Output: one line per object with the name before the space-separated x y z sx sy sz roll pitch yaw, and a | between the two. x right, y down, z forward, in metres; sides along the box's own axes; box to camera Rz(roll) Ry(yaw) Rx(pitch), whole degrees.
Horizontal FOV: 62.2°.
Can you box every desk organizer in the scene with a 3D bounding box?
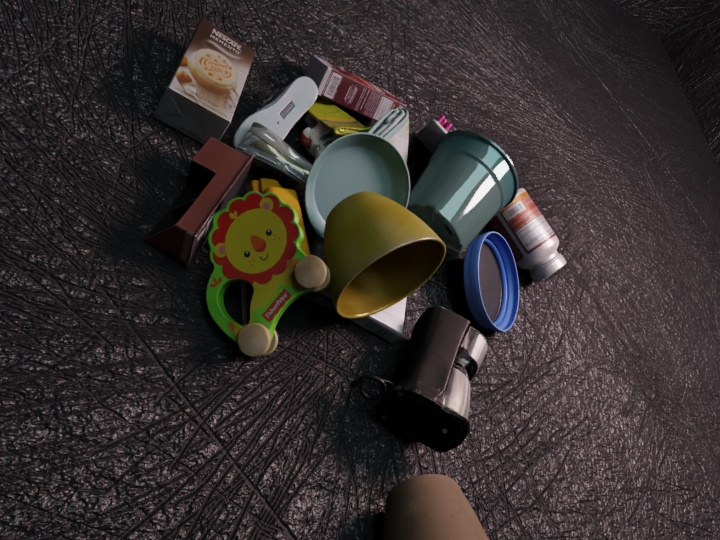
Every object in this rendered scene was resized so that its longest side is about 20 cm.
desk organizer | -0.246 -0.113 0.921 0.076 0.072 0.202 27 47 -5

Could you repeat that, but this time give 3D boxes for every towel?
towel | -0.063 -0.308 1.164 0.085 0.018 0.200 -5 34 -35
towel | 0.039 -0.199 1.157 0.047 0.174 0.200 20 42 21

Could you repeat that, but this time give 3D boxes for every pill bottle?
pill bottle | 0.386 -0.078 1.386 0.111 0.112 0.202 -26 81 -45

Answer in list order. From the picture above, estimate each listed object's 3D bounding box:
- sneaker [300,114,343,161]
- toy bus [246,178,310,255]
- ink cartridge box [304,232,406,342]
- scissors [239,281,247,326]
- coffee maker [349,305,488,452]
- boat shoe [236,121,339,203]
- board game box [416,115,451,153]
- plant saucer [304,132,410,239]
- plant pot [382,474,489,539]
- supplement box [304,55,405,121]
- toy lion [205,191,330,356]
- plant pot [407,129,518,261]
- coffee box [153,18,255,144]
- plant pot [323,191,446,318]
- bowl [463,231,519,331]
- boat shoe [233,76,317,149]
sneaker | -0.074 -0.224 1.150 0.092 0.071 0.203 12 54 -18
toy bus | -0.134 -0.064 0.981 0.064 0.078 0.203 4 61 -37
ink cartridge box | 0.000 0.000 1.075 0.198 0.041 0.203 30 48 -20
scissors | -0.183 -0.004 0.944 0.073 0.014 0.204 13 63 -73
coffee maker | 0.111 0.160 0.989 0.192 0.134 0.201 44 40 -15
boat shoe | -0.122 -0.172 1.046 0.201 0.074 0.065 39 89 -18
board game box | 0.217 -0.253 1.328 0.200 0.026 0.200 45 0 -7
plant saucer | -0.008 -0.137 1.033 0.197 0.203 0.036 18 10 -29
plant pot | 0.104 0.387 0.822 0.198 0.201 0.176 22 34 -26
supplement box | -0.012 -0.376 1.263 0.197 0.062 0.109 17 23 -31
toy lion | -0.153 -0.005 0.877 0.191 0.201 0.069 40 -1 8
plant pot | 0.185 -0.138 1.200 0.200 0.200 0.197 43 63 -7
coffee box | -0.268 -0.328 1.042 0.113 0.080 0.203 26 50 -24
plant pot | 0.017 -0.040 0.958 0.198 0.201 0.143 -8 58 -41
bowl | 0.270 0.024 1.228 0.199 0.039 0.205 14 73 -51
boat shoe | -0.164 -0.275 1.106 0.200 0.090 0.071 -47 111 -19
